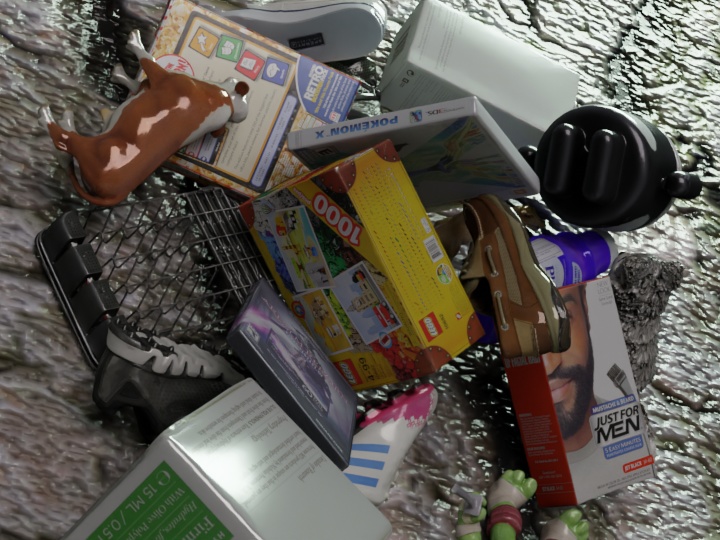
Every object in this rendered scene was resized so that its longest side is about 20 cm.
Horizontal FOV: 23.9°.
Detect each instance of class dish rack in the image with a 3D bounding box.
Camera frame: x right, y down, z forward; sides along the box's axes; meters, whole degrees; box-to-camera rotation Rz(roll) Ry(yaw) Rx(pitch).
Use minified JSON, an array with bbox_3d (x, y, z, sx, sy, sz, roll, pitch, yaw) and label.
[{"bbox_3d":[-0.175,0.000,1.537,0.200,0.055,0.153,-14,69,-38],"label":"dish rack"}]

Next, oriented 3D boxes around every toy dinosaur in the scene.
[{"bbox_3d":[0.086,-0.035,1.677,0.200,0.101,0.058,-14,68,-36],"label":"toy dinosaur"}]

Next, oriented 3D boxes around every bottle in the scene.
[{"bbox_3d":[0.181,0.007,1.716,0.200,0.084,0.065,-22,37,-39],"label":"bottle"}]

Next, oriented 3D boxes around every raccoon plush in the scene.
[{"bbox_3d":[0.288,0.077,1.696,0.097,0.134,0.200,-14,68,-37],"label":"raccoon plush"}]

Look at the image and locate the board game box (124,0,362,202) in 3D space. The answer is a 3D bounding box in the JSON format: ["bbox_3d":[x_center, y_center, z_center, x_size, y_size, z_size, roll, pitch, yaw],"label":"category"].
[{"bbox_3d":[-0.119,-0.152,1.624,0.200,0.046,0.152,25,82,-12],"label":"board game box"}]

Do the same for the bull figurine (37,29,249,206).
[{"bbox_3d":[-0.193,-0.140,1.534,0.121,0.065,0.200,40,58,10],"label":"bull figurine"}]

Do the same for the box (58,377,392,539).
[{"bbox_3d":[-0.119,0.222,1.280,0.171,0.199,0.200,46,17,4],"label":"box"}]

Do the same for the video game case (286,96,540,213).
[{"bbox_3d":[0.054,-0.099,1.595,0.200,0.182,0.022,40,44,-60],"label":"video game case"}]

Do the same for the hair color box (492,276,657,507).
[{"bbox_3d":[0.205,0.115,1.627,0.111,0.064,0.200,-13,88,-35],"label":"hair color box"}]

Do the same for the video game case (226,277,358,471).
[{"bbox_3d":[-0.054,0.085,1.445,0.143,0.019,0.200,52,10,-8],"label":"video game case"}]

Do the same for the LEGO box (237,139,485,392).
[{"bbox_3d":[0.000,0.000,1.533,0.077,0.149,0.200,-33,99,-40],"label":"LEGO box"}]

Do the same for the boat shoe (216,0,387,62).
[{"bbox_3d":[-0.069,-0.247,1.710,0.086,0.202,0.075,-69,148,-60],"label":"boat shoe"}]

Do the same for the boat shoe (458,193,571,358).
[{"bbox_3d":[0.125,0.005,1.548,0.074,0.076,0.200,-19,41,-5],"label":"boat shoe"}]

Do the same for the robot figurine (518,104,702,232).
[{"bbox_3d":[0.249,-0.099,1.712,0.150,0.125,0.200,53,19,18],"label":"robot figurine"}]

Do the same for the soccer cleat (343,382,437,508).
[{"bbox_3d":[0.006,0.173,1.524,0.200,0.070,0.086,-31,95,-38],"label":"soccer cleat"}]

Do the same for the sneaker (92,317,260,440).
[{"bbox_3d":[-0.151,0.109,1.472,0.200,0.091,0.066,21,10,-40],"label":"sneaker"}]

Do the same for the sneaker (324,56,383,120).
[{"bbox_3d":[0.010,-0.151,1.728,0.199,0.076,0.114,36,55,2],"label":"sneaker"}]

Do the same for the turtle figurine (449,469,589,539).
[{"bbox_3d":[0.156,0.241,1.488,0.144,0.200,0.194,7,24,11],"label":"turtle figurine"}]

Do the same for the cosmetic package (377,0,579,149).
[{"bbox_3d":[0.129,-0.195,1.825,0.200,0.081,0.113,28,50,-13],"label":"cosmetic package"}]
